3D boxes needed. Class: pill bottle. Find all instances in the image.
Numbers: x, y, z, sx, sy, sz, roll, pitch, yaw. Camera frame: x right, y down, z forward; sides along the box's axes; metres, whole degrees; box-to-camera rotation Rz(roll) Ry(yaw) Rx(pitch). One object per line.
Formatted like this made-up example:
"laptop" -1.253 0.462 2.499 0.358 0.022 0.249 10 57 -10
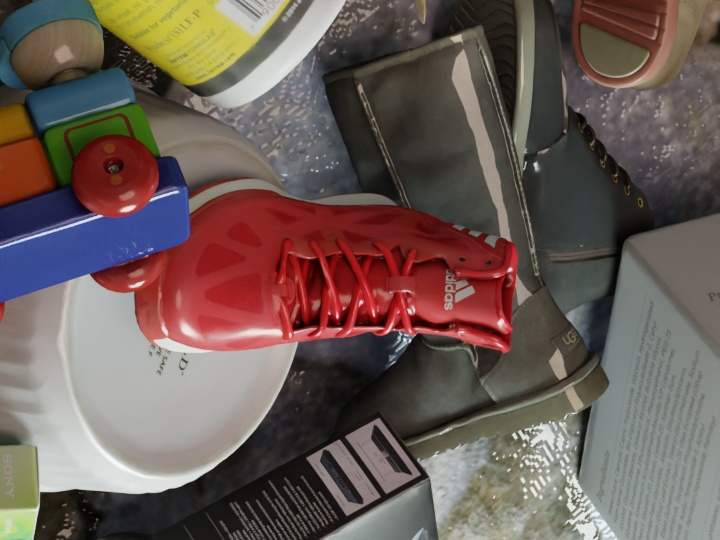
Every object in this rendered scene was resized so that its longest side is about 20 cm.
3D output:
"pill bottle" -0.103 -0.168 0.888 0.200 0.111 0.112 37 88 -25

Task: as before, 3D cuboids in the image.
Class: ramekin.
"ramekin" -0.110 0.010 0.965 0.202 0.094 0.204 -14 109 -48

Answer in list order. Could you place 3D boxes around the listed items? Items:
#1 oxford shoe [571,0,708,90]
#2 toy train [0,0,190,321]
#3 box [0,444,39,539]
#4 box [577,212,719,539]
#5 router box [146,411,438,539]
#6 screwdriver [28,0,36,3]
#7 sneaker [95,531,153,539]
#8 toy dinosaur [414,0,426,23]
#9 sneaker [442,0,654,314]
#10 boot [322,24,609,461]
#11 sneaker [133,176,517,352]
"oxford shoe" 0.161 -0.194 1.107 0.074 0.070 0.201 4 103 -60
"toy train" -0.178 -0.034 0.839 0.199 0.116 0.085 -18 156 -11
"box" -0.247 0.124 0.936 0.199 0.037 0.145 -3 153 -14
"box" 0.252 0.081 1.146 0.198 0.172 0.201 -15 135 -22
"router box" -0.034 0.182 1.085 0.157 0.052 0.201 -28 142 -16
"screwdriver" -0.154 -0.213 0.946 0.029 0.028 0.201 -33 125 -48
"sneaker" -0.164 0.217 1.052 0.200 0.090 0.067 -40 122 -10
"toy dinosaur" -0.025 -0.209 0.968 0.199 0.058 0.101 33 106 -26
"sneaker" 0.101 -0.069 1.111 0.106 0.075 0.201 -17 120 -30
"boot" 0.024 -0.009 1.072 0.201 0.181 0.073 62 31 -11
"sneaker" 0.000 0.000 0.930 0.199 0.115 0.079 -16 109 -51
